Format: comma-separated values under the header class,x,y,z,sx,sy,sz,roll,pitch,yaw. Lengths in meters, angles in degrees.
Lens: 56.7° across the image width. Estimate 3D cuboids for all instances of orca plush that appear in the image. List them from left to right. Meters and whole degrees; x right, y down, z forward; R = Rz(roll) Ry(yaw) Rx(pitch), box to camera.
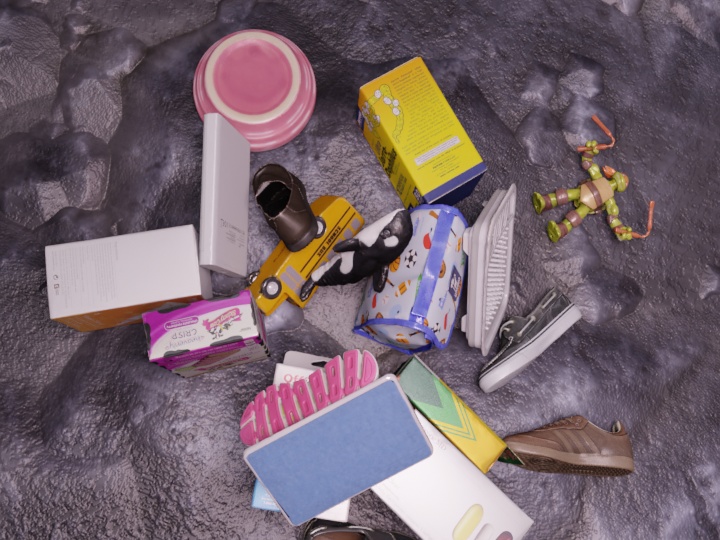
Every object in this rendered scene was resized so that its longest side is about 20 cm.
class,x,y,z,sx,sy,sz,roll,pitch,yaw
orca plush,0.000,0.000,0.865,0.197,0.105,0.073,-30,78,24

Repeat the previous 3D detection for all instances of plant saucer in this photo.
class,x,y,z,sx,sy,sz,roll,pitch,yaw
plant saucer,-0.166,-0.291,1.046,0.194,0.051,0.207,1,77,-3

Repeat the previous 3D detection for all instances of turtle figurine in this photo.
class,x,y,z,sx,sy,sz,roll,pitch,yaw
turtle figurine,0.351,-0.123,1.039,0.158,0.064,0.205,-23,88,-2

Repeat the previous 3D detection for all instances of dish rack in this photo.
class,x,y,z,sx,sy,sz,roll,pitch,yaw
dish rack,0.176,-0.004,0.926,0.042,0.172,0.205,8,119,21

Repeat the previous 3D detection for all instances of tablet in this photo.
class,x,y,z,sx,sy,sz,roll,pitch,yaw
tablet,-0.023,0.210,0.771,0.196,0.014,0.132,-28,116,3

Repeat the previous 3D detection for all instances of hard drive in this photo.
class,x,y,z,sx,sy,sz,roll,pitch,yaw
hard drive,-0.190,-0.100,0.948,0.025,0.132,0.207,-2,82,10

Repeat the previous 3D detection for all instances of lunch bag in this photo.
class,x,y,z,sx,sy,sz,roll,pitch,yaw
lunch bag,0.078,0.017,0.914,0.121,0.200,0.174,19,75,-6

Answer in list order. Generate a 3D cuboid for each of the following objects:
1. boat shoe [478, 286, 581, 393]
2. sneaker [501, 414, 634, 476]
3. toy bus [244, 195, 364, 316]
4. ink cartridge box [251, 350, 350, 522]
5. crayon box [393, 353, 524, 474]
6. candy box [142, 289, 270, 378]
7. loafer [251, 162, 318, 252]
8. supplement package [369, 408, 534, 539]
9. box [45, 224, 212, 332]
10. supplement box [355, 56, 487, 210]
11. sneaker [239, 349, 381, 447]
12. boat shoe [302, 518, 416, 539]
class,x,y,z,sx,sy,sz,roll,pitch,yaw
boat shoe,0.237,0.100,0.984,0.198,0.073,0.071,-35,73,-21
sneaker,0.292,0.246,0.959,0.194,0.071,0.077,9,57,-5
toy bus,-0.084,-0.019,0.971,0.078,0.065,0.202,43,75,-29
ink cartridge box,-0.065,0.215,0.898,0.125,0.125,0.206,9,77,-2
crayon box,0.122,0.208,0.913,0.200,0.127,0.051,44,78,7
candy box,-0.193,0.089,0.878,0.132,0.200,0.063,-13,77,-6
loafer,-0.115,-0.108,0.950,0.073,0.072,0.201,-39,40,2
supplement package,0.101,0.294,0.876,0.199,0.156,0.111,41,77,6
box,-0.313,0.014,0.926,0.194,0.125,0.100,-9,78,-6
supplement box,0.087,-0.193,1.012,0.108,0.109,0.203,-28,80,-10
sneaker,-0.052,0.169,0.808,0.196,0.088,0.075,-29,52,11
boat shoe,0.016,0.384,0.895,0.195,0.068,0.074,19,82,-3
